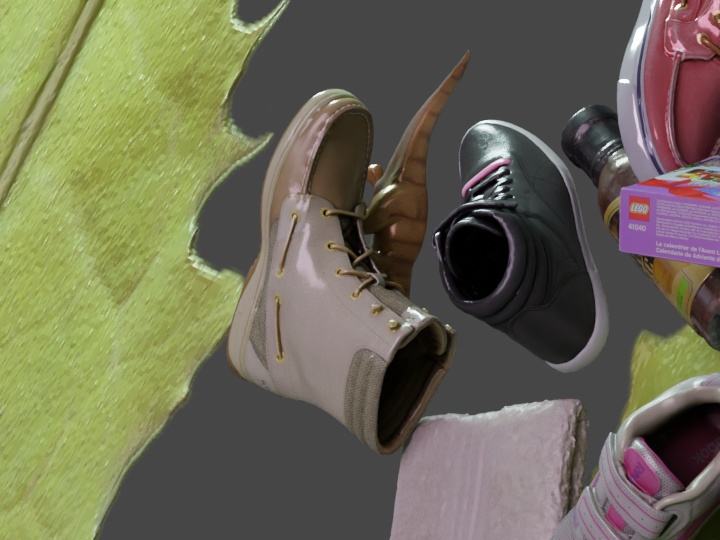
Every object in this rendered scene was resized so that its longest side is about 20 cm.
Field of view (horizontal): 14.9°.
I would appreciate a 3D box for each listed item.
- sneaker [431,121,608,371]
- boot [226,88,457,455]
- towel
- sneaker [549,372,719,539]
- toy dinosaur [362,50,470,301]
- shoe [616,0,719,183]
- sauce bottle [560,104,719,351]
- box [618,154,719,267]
[{"bbox_3d":[0.085,-0.035,1.694,0.071,0.099,0.201,-39,45,22],"label":"sneaker"},{"bbox_3d":[0.000,0.000,1.722,0.154,0.072,0.201,28,106,45],"label":"boot"},{"bbox_3d":[0.074,0.176,1.648,0.132,0.034,0.201,-10,61,38],"label":"towel"},{"bbox_3d":[0.159,0.127,1.542,0.081,0.088,0.200,41,98,29],"label":"sneaker"},{"bbox_3d":[0.024,-0.048,1.805,0.106,0.060,0.201,12,91,36],"label":"toy dinosaur"},{"bbox_3d":[0.211,-0.139,1.600,0.091,0.071,0.201,-22,47,46],"label":"shoe"},{"bbox_3d":[0.184,-0.029,1.638,0.065,0.065,0.200,-48,42,11],"label":"sauce bottle"},{"bbox_3d":[0.259,-0.027,1.494,0.199,0.136,0.039,10,107,36],"label":"box"}]
